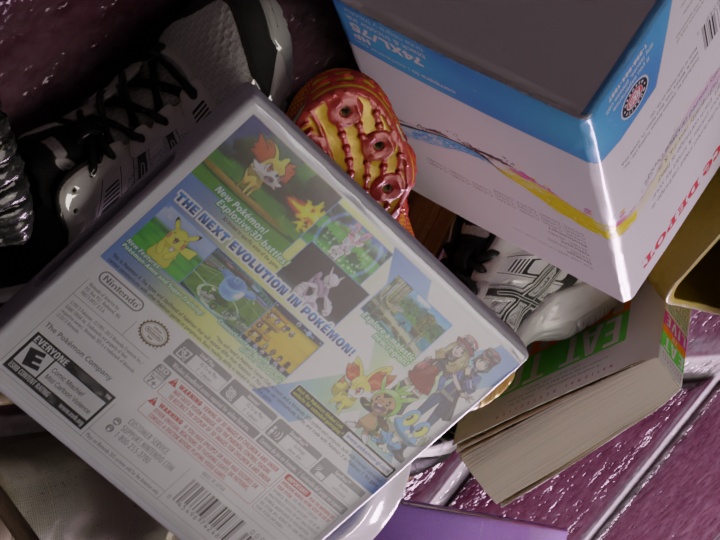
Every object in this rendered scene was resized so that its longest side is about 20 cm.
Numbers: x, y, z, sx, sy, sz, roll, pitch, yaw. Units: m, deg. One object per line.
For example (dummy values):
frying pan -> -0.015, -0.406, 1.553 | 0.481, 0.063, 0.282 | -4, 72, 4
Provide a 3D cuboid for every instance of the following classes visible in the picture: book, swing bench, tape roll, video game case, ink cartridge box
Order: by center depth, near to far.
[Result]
video game case -> -0.051, 0.037, 1.321 | 0.182, 0.022, 0.200 | -42, 118, 10
ink cartridge box -> 0.099, -0.111, 1.391 | 0.147, 0.146, 0.200 | -55, 157, -16
swing bench -> -0.167, 0.158, 1.500 | 0.200, 0.130, 0.199 | -50, 156, 27
book -> 0.132, 0.038, 1.640 | 0.134, 0.048, 0.200 | -30, -160, 23
tape roll -> 0.021, 0.170, 1.714 | 0.200, 0.200, 0.066 | 18, 81, -63

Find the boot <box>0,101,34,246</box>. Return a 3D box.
boot -> -0.218, 0.005, 1.222 | 0.158, 0.079, 0.211 | -31, 152, -25

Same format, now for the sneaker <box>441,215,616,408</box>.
sneaker -> 0.058, 0.013, 1.533 | 0.200, 0.076, 0.088 | -36, 119, -43

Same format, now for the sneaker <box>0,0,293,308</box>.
sneaker -> -0.110, -0.051, 1.304 | 0.200, 0.076, 0.088 | -54, 147, 12

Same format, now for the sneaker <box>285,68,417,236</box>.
sneaker -> -0.010, -0.034, 1.369 | 0.073, 0.077, 0.200 | -14, 144, -5

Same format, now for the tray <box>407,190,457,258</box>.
tray -> 0.000, 0.000, 1.527 | 0.200, 0.037, 0.099 | -64, 155, -4

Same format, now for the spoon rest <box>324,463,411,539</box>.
spoon rest -> -0.033, 0.137, 1.425 | 0.099, 0.061, 0.200 | -5, 134, -52

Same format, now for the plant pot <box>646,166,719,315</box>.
plant pot -> 0.210, -0.106, 1.581 | 0.200, 0.176, 0.200 | -50, 156, 15

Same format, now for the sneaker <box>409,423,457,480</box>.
sneaker -> 0.017, 0.103, 1.672 | 0.080, 0.074, 0.200 | -61, 175, 8
